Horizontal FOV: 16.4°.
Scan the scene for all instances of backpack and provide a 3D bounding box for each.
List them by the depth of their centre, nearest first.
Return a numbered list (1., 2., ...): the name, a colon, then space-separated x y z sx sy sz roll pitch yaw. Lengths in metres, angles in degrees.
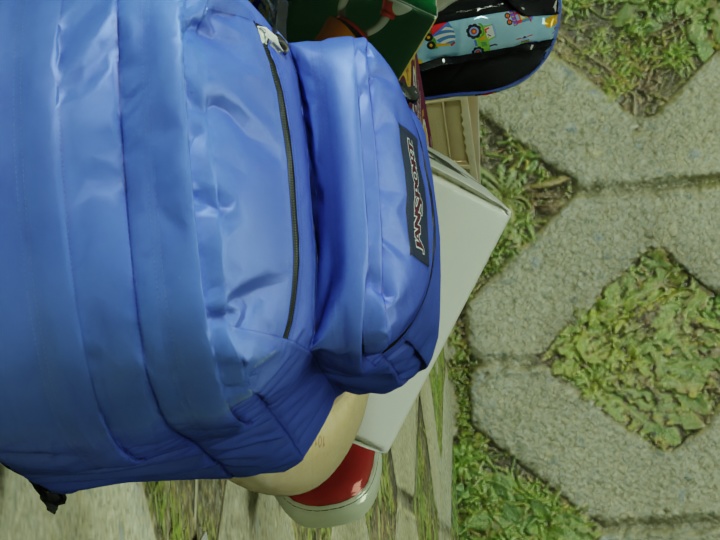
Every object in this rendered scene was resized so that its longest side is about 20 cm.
1. backpack: -0.063 -0.020 0.811 0.200 0.168 0.163 45 34 -75
2. backpack: 0.044 -0.212 1.805 0.135 0.200 0.183 -75 159 -73

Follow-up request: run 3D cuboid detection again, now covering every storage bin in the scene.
1. storage bin: 0.069 -0.205 2.567 0.200 0.094 0.199 -87 171 -47

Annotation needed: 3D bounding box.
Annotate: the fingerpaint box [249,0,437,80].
1. fingerpaint box: -0.027 -0.131 1.322 0.167 0.073 0.200 -58 -165 32

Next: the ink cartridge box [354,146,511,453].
1. ink cartridge box: 0.000 0.000 1.340 0.147 0.083 0.200 -63 -170 6

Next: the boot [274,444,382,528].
1. boot: -0.034 0.047 1.510 0.200 0.072 0.144 -100 180 -52

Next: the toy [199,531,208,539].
1. toy: -0.063 0.209 1.202 0.200 0.047 0.115 -65 152 -77

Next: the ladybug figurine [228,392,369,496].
1. ladybug figurine: -0.054 0.008 1.183 0.136 0.072 0.200 9 76 -49

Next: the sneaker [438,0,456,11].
1. sneaker: 0.002 -0.139 1.465 0.075 0.200 0.087 10 71 -41

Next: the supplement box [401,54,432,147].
1. supplement box: -0.009 -0.086 1.670 0.200 0.103 0.131 77 12 -53
